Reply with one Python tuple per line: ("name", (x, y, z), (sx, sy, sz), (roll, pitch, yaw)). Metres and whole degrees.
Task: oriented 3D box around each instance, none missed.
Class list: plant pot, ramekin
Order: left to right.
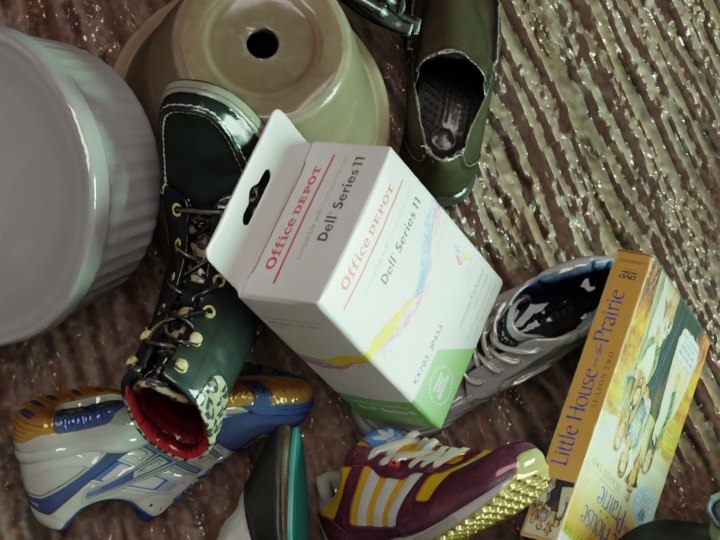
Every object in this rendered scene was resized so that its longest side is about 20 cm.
("ramekin", (-0.216, -0.059, 1.263), (0.094, 0.202, 0.203), (-15, 72, -56))
("plant pot", (-0.072, -0.121, 1.300), (0.200, 0.175, 0.201), (2, 74, -6))

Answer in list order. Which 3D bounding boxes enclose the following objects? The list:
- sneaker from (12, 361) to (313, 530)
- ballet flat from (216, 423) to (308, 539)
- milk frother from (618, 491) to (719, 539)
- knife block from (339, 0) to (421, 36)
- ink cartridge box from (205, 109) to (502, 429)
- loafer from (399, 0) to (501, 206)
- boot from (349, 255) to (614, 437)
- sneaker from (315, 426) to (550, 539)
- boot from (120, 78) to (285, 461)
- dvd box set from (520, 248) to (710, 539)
("sneaker", (-0.127, 0.115, 1.291), (0.200, 0.075, 0.088), (-8, 105, -17))
("ballet flat", (-0.059, 0.201, 1.263), (0.068, 0.068, 0.200), (-9, 83, 5))
("milk frother", (0.237, 0.251, 1.186), (0.180, 0.200, 0.188), (2, 105, -9))
("knife block", (-0.043, -0.231, 1.330), (0.200, 0.176, 0.064), (31, 89, 31))
("ink cartridge box", (0.000, 0.000, 1.220), (0.067, 0.200, 0.117), (7, 63, 38))
("loafer", (0.068, -0.147, 1.376), (0.073, 0.071, 0.200), (3, 75, -6))
("boot", (0.085, 0.046, 1.313), (0.200, 0.096, 0.074), (-30, 80, -14))
("sneaker", (0.034, 0.133, 1.236), (0.075, 0.200, 0.090), (-10, 71, -42))
("boot", (-0.099, 0.002, 1.198), (0.073, 0.204, 0.154), (7, 48, 17))
("dvd box set", (0.170, 0.106, 1.286), (0.029, 0.146, 0.200), (11, 70, 30))
